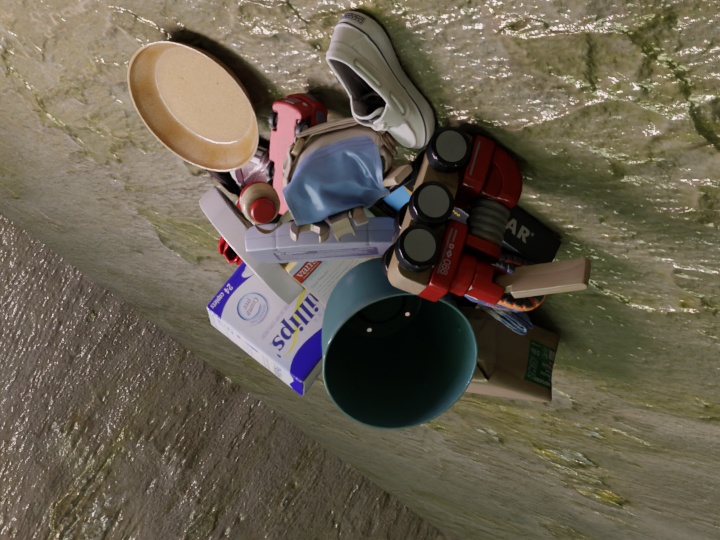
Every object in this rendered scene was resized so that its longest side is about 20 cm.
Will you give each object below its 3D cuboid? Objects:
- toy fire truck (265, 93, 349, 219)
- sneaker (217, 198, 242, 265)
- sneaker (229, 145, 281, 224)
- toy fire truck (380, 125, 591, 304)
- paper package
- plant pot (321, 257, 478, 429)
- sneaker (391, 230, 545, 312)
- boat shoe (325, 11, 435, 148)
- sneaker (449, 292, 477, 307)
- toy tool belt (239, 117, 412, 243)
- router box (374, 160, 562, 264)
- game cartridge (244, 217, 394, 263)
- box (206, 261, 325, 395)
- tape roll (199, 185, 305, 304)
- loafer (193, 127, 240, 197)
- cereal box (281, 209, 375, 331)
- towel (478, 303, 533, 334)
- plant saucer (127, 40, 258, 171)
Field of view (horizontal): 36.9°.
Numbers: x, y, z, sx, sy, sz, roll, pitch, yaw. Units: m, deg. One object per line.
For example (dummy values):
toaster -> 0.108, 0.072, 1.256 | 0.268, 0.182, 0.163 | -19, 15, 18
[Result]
toy fire truck -> -0.060, -0.133, 1.358 | 0.048, 0.141, 0.203 | 22, 123, 25
sneaker -> -0.200, -0.059, 1.780 | 0.078, 0.117, 0.200 | 29, 162, 6
sneaker -> -0.116, -0.109, 1.577 | 0.114, 0.076, 0.201 | 20, 160, 23
toy fire truck -> 0.143, -0.044, 1.160 | 0.197, 0.179, 0.129 | 21, 164, -6
paper package -> 0.162, 0.118, 1.549 | 0.188, 0.105, 0.199 | 5, 169, 38
plant pot -> 0.039, 0.077, 1.409 | 0.200, 0.201, 0.162 | 38, -164, -25
sneaker -> 0.126, 0.003, 1.299 | 0.198, 0.076, 0.079 | 28, 163, 11
boat shoe -> 0.020, -0.183, 1.143 | 0.071, 0.066, 0.201 | 20, 160, 30
sneaker -> 0.103, 0.003, 1.526 | 0.083, 0.078, 0.199 | 7, 164, 42
toy tool belt -> -0.043, -0.094, 1.234 | 0.126, 0.198, 0.123 | 62, -179, -34
router box -> 0.129, -0.059, 1.329 | 0.199, 0.052, 0.149 | 35, 161, -11
game cartridge -> -0.045, -0.038, 1.385 | 0.196, 0.042, 0.133 | -3, 176, 2
box -> -0.115, 0.062, 1.735 | 0.199, 0.185, 0.105 | 36, 163, 9
tape roll -> -0.159, -0.037, 1.588 | 0.203, 0.037, 0.203 | 48, -179, -1
loafer -> -0.209, -0.166, 1.567 | 0.070, 0.074, 0.201 | 23, 161, 23
cereal box -> 0.000, 0.000, 1.563 | 0.200, 0.144, 0.040 | 43, -177, -33
towel -> 0.138, 0.007, 1.443 | 0.198, 0.024, 0.147 | 34, -167, -10
plant saucer -> -0.211, -0.220, 1.406 | 0.197, 0.036, 0.202 | 19, 140, 17
